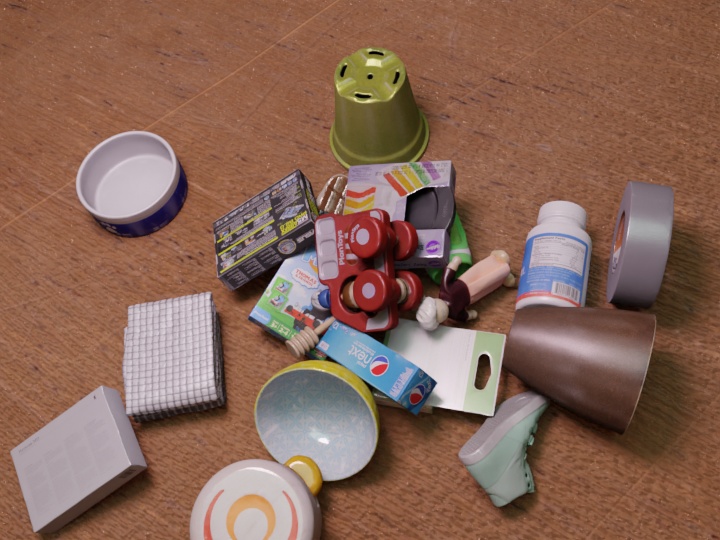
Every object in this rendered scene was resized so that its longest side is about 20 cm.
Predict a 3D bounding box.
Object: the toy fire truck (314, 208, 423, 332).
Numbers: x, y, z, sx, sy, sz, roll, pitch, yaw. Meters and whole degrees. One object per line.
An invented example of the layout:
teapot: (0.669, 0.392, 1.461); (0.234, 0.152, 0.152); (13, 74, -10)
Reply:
toy fire truck: (0.000, 0.000, 1.258); (0.167, 0.112, 0.201); (-8, 84, 37)

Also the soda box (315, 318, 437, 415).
soda box: (0.023, 0.150, 1.241); (0.200, 0.068, 0.064); (29, 81, 43)

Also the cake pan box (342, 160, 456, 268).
cake pan box: (0.068, -0.095, 1.342); (0.199, 0.052, 0.185); (1, 71, 20)

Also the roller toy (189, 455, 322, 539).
roller toy: (-0.151, 0.376, 1.160); (0.181, 0.140, 0.201); (1, 73, 5)

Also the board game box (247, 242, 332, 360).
board game box: (-0.080, 0.039, 1.356); (0.151, 0.037, 0.200); (31, 69, -2)

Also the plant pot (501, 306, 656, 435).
plant pot: (0.325, 0.130, 1.193); (0.199, 0.187, 0.188); (16, 66, 15)

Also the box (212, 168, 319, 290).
box: (-0.169, -0.075, 1.391); (0.199, 0.044, 0.161); (-31, 42, 12)

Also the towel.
towel: (-0.319, 0.149, 1.335); (0.165, 0.086, 0.201); (-11, 64, 4)

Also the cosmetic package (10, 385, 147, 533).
cosmetic package: (-0.460, 0.307, 1.264); (0.200, 0.052, 0.151); (-35, 65, 7)

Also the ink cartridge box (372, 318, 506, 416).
ink cartridge box: (0.130, 0.162, 1.283); (0.199, 0.048, 0.146); (9, 64, 12)

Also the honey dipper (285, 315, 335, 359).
honey dipper: (-0.038, 0.079, 1.316); (0.200, 0.038, 0.038); (-35, 63, -22)

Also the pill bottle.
pill bottle: (0.330, -0.011, 1.310); (0.112, 0.112, 0.201); (9, 64, 12)

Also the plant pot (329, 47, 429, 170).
plant pot: (0.026, -0.308, 1.463); (0.199, 0.184, 0.201); (-3, 63, 6)

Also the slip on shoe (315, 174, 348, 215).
slip on shoe: (-0.074, -0.084, 1.436); (0.076, 0.061, 0.201); (25, 86, -4)

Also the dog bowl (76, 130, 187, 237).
dog bowl: (-0.444, -0.169, 1.516); (0.199, 0.079, 0.201); (-3, 63, 6)

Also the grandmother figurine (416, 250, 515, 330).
grandmother figurine: (0.171, 0.034, 1.297); (0.200, 0.060, 0.122); (-32, 107, -27)

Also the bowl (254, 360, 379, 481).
bowl: (-0.057, 0.219, 1.234); (0.199, 0.201, 0.108); (9, 23, 12)

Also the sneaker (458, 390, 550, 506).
sneaker: (0.245, 0.276, 1.209); (0.200, 0.074, 0.119); (-35, 98, -32)

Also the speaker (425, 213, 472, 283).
speaker: (0.132, -0.079, 1.387); (0.088, 0.089, 0.201); (-18, 62, -1)

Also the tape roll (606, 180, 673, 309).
tape roll: (0.450, -0.041, 1.258); (0.066, 0.201, 0.201); (10, 65, 11)
